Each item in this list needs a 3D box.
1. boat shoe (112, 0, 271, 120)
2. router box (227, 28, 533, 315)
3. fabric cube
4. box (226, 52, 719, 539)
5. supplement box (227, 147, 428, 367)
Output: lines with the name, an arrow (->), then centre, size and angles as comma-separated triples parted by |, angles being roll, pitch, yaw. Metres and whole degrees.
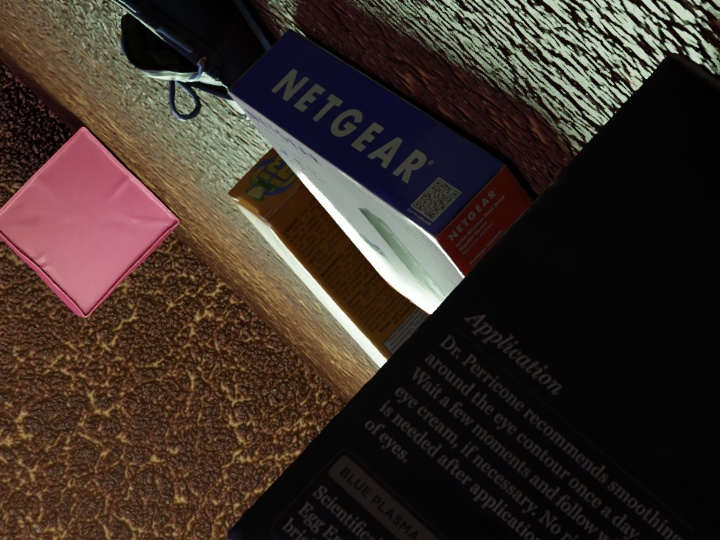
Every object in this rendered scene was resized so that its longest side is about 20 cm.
boat shoe -> -0.106, -0.138, 1.113 | 0.084, 0.069, 0.200 | 40, 173, 36
router box -> 0.041, -0.020, 1.036 | 0.200, 0.049, 0.180 | 37, 171, 49
fabric cube -> -0.397, -0.066, 2.914 | 0.200, 0.196, 0.199 | 46, 172, -6
box -> 0.085, 0.071, 0.650 | 0.117, 0.200, 0.197 | 41, 173, 23
supplement box -> 0.000, 0.000, 1.368 | 0.200, 0.069, 0.067 | 47, 173, -34
